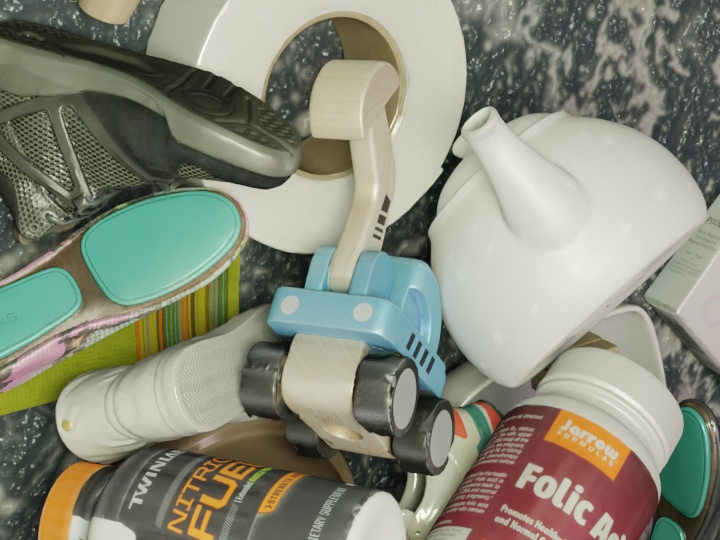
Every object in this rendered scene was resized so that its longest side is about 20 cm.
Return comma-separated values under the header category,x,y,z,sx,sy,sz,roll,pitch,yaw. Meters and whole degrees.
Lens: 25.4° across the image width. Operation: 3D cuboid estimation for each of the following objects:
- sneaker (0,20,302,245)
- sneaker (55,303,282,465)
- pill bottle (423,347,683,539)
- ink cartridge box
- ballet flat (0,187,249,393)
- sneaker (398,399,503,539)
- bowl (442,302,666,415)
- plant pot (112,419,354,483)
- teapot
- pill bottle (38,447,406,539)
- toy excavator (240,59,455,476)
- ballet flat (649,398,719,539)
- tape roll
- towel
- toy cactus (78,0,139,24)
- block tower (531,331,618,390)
category,x,y,z,sx,sy,sz,roll,pitch,yaw
sneaker,-0.131,-0.062,0.898,0.076,0.198,0.115,-55,159,-65
sneaker,-0.108,0.071,1.007,0.200,0.115,0.074,-6,82,-64
pill bottle,0.118,0.151,0.997,0.200,0.114,0.114,-53,131,-31
ink cartridge box,0.338,-0.008,1.312,0.200,0.057,0.162,-50,128,-2
ballet flat,-0.157,0.014,0.944,0.199,0.069,0.071,-29,163,-8
sneaker,0.055,0.188,1.066,0.093,0.070,0.201,-1,83,-22
bowl,0.135,0.126,1.206,0.199,0.075,0.201,-26,122,-24
plant pot,-0.060,0.202,1.037,0.199,0.174,0.201,-12,114,-29
teapot,0.113,-0.032,1.026,0.197,0.146,0.200,-31,166,-44
pill bottle,-0.083,0.160,0.909,0.106,0.199,0.107,7,90,-68
toy excavator,0.000,0.000,0.965,0.195,0.099,0.201,51,48,-56
ballet flat,0.259,0.180,1.224,0.073,0.073,0.201,-12,121,-30
tape roll,-0.032,-0.115,0.998,0.202,0.071,0.204,-13,114,-31
towel,-0.164,0.037,0.999,0.199,0.018,0.087,-14,114,-30
toy cactus,-0.124,-0.222,0.896,0.199,0.102,0.166,4,124,-38
block tower,0.157,0.150,1.151,0.058,0.054,0.201,-15,115,-28
